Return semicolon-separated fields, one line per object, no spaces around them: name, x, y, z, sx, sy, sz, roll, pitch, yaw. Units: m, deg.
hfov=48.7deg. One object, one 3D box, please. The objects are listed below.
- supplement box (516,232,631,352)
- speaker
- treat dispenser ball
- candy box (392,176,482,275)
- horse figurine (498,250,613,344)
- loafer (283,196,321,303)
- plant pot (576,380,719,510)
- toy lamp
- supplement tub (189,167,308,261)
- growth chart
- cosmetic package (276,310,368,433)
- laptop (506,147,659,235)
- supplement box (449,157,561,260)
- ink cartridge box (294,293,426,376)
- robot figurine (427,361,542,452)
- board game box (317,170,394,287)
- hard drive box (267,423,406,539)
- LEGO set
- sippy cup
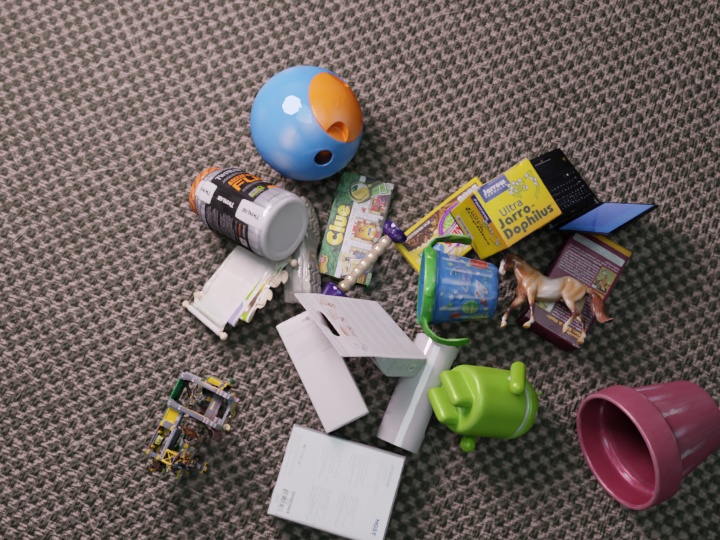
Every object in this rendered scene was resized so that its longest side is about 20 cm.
supplement box;0.379;0.032;1.417;0.110;0.086;0.200;31;80;6
speaker;0.098;0.214;1.381;0.081;0.081;0.200;23;79;4
treat dispenser ball;-0.095;-0.259;1.409;0.201;0.201;0.201;0;79;-1
candy box;0.168;-0.074;1.465;0.200;0.026;0.102;-39;86;-7
horse figurine;0.322;0.048;1.338;0.200;0.050;0.133;10;61;12
loafer;-0.113;-0.038;1.433;0.070;0.070;0.200;-11;66;23
plant pot;0.493;0.272;1.330;0.179;0.200;0.200;-18;79;-20
toy lamp;0.000;0.000;1.413;0.058;0.058;0.200;43;84;7
supplement tub;-0.199;-0.105;1.390;0.200;0.123;0.123;26;79;32
growth chart;-0.212;0.027;1.406;0.200;0.018;0.145;-48;58;-3
cosmetic package;-0.063;0.173;1.374;0.085;0.108;0.200;-25;79;-5
laptop;0.391;-0.144;1.403;0.177;0.103;0.200;-25;77;-41
supplement box;0.242;-0.099;1.358;0.109;0.200;0.110;-32;88;-6
ink cartridge box;-0.007;0.108;1.322;0.160;0.200;0.047;49;118;37
robot figurine;0.215;0.223;1.343;0.200;0.176;0.116;13;33;-31
board game box;-0.010;-0.077;1.466;0.105;0.023;0.200;13;79;4
hard drive box;-0.039;0.363;1.352;0.200;0.077;0.156;17;80;3
LEGO set;-0.257;0.267;1.330;0.116;0.154;0.200;21;72;21
sippy cup;0.168;0.032;1.368;0.130;0.140;0.178;5;103;1
